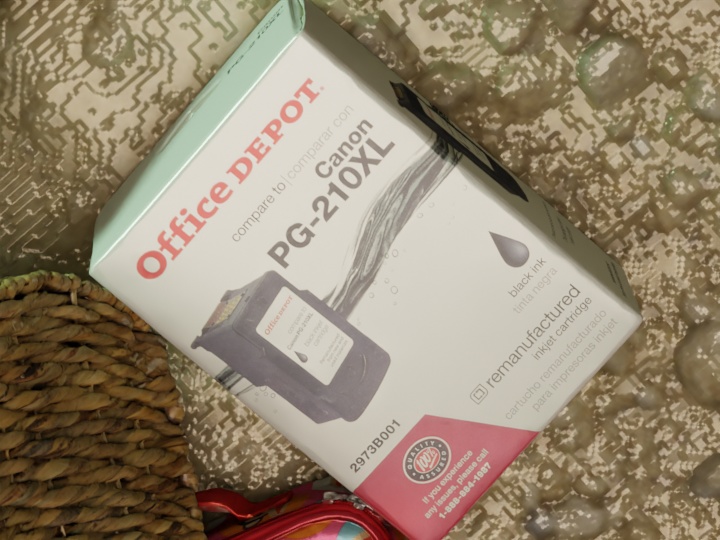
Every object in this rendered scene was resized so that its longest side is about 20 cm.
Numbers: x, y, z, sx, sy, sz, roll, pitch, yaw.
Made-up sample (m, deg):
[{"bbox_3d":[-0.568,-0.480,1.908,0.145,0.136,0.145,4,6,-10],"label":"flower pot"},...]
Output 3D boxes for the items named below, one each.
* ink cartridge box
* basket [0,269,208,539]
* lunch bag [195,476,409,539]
[{"bbox_3d":[0.000,0.000,1.316,0.200,0.084,0.145,40,101,-12],"label":"ink cartridge box"},{"bbox_3d":[-0.177,0.083,1.262,0.149,0.200,0.143,-16,84,23],"label":"basket"},{"bbox_3d":[-0.055,0.180,1.374,0.199,0.082,0.177,-25,101,8],"label":"lunch bag"}]
